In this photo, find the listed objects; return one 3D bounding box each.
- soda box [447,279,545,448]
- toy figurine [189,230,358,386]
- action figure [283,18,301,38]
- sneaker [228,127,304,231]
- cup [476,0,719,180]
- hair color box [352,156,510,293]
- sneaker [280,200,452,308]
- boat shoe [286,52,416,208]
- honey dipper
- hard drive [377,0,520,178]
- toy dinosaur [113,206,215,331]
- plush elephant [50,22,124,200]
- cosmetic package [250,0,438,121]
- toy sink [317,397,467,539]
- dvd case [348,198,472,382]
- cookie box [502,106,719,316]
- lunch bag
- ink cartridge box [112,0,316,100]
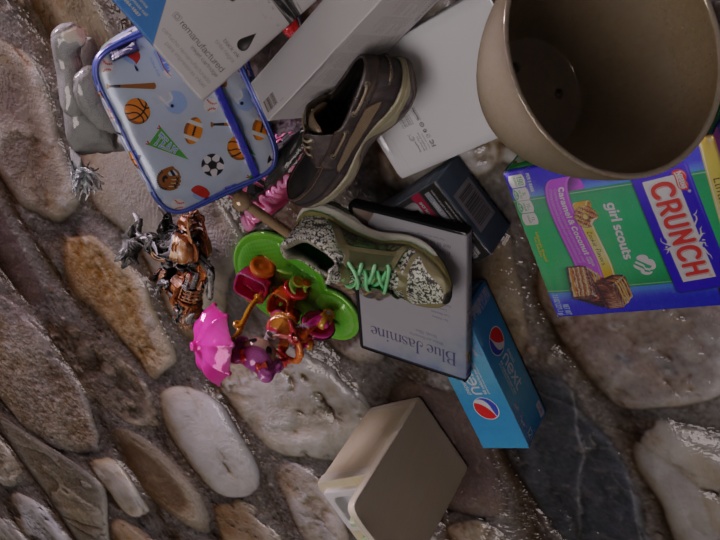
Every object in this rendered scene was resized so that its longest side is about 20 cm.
[{"bbox_3d":[0.145,0.113,1.069,0.067,0.064,0.202,-8,118,39],"label":"soda box"},{"bbox_3d":[-0.124,0.077,1.141,0.198,0.184,0.151,32,137,7],"label":"toy figurine"},{"bbox_3d":[-0.100,-0.323,0.898,0.065,0.052,0.202,9,133,36],"label":"action figure"},{"bbox_3d":[-0.105,-0.128,1.051,0.096,0.079,0.200,53,135,2],"label":"sneaker"},{"bbox_3d":[0.173,-0.163,0.754,0.201,0.200,0.143,49,162,-9],"label":"cup"},{"bbox_3d":[0.058,-0.034,1.013,0.099,0.061,0.199,50,137,-10],"label":"hair color box"},{"bbox_3d":[0.000,0.000,0.946,0.198,0.089,0.078,24,132,21],"label":"sneaker"},{"bbox_3d":[-0.026,-0.144,0.910,0.073,0.075,0.200,16,131,-33],"label":"boat shoe"},{"bbox_3d":[-0.071,-0.035,1.060,0.038,0.038,0.199,-16,140,41],"label":"honey dipper"},{"bbox_3d":[0.083,-0.181,0.901,0.198,0.027,0.133,-19,111,43],"label":"hard drive"},{"bbox_3d":[-0.235,-0.028,1.197,0.134,0.102,0.203,18,91,34],"label":"toy dinosaur"},{"bbox_3d":[-0.266,-0.189,1.063,0.165,0.152,0.204,179,86,-82],"label":"plush elephant"},{"bbox_3d":[-0.018,-0.222,0.879,0.199,0.082,0.051,-37,73,41],"label":"cosmetic package"},{"bbox_3d":[0.032,0.288,1.192,0.111,0.200,0.131,-20,113,43],"label":"toy sink"},{"bbox_3d":[0.056,0.024,1.001,0.141,0.018,0.202,15,130,26],"label":"dvd case"},{"bbox_3d":[0.258,-0.050,0.849,0.198,0.075,0.173,-7,119,38],"label":"cookie box"},{"bbox_3d":[-0.177,-0.174,0.945,0.158,0.076,0.202,-23,112,-1],"label":"lunch bag"},{"bbox_3d":[-0.120,-0.281,0.824,0.199,0.084,0.145,-40,120,6],"label":"ink cartridge box"}]
